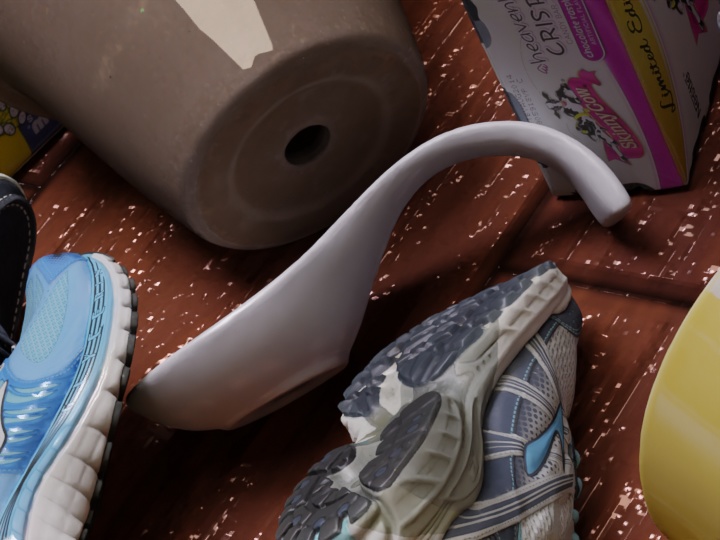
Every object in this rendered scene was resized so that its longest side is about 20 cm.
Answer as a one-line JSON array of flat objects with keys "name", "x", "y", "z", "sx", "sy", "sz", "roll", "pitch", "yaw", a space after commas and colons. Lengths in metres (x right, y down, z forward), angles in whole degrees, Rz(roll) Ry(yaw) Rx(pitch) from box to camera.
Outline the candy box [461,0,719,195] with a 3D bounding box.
[{"name": "candy box", "x": 0.104, "y": -0.147, "z": 0.902, "sx": 0.061, "sy": 0.136, "sz": 0.200, "roll": -3, "pitch": 46, "yaw": 29}]

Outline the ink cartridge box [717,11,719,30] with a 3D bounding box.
[{"name": "ink cartridge box", "x": 0.250, "y": -0.096, "z": 0.807, "sx": 0.200, "sy": 0.076, "sz": 0.136, "roll": -37, "pitch": 41, "yaw": -8}]

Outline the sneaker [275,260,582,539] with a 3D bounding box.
[{"name": "sneaker", "x": 0.037, "y": 0.069, "z": 0.765, "sx": 0.078, "sy": 0.086, "sz": 0.200, "roll": -29, "pitch": 13, "yaw": 32}]

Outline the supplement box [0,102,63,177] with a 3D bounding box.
[{"name": "supplement box", "x": -0.234, "y": -0.116, "z": 1.087, "sx": 0.200, "sy": 0.110, "sz": 0.109, "roll": 19, "pitch": 58, "yaw": 42}]

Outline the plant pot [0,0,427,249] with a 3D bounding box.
[{"name": "plant pot", "x": -0.063, "y": -0.107, "z": 0.935, "sx": 0.200, "sy": 0.200, "sz": 0.175, "roll": -33, "pitch": 56, "yaw": -6}]

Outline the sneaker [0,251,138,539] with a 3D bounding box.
[{"name": "sneaker", "x": -0.134, "y": 0.062, "z": 0.808, "sx": 0.090, "sy": 0.078, "sz": 0.200, "roll": 15, "pitch": 44, "yaw": -3}]

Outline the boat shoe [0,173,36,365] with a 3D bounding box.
[{"name": "boat shoe", "x": -0.157, "y": 0.045, "z": 0.902, "sx": 0.062, "sy": 0.075, "sz": 0.200, "roll": -1, "pitch": 49, "yaw": 18}]

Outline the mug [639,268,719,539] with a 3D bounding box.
[{"name": "mug", "x": 0.174, "y": 0.080, "z": 0.639, "sx": 0.153, "sy": 0.149, "sz": 0.187, "roll": 45, "pitch": 117, "yaw": 41}]

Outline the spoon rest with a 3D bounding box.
[{"name": "spoon rest", "x": 0.000, "y": 0.000, "z": 0.852, "sx": 0.200, "sy": 0.099, "sz": 0.061, "roll": -27, "pitch": 83, "yaw": -5}]
